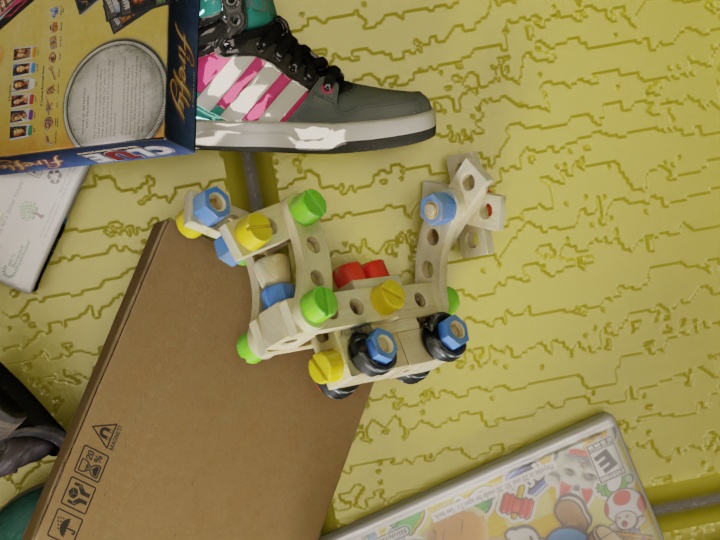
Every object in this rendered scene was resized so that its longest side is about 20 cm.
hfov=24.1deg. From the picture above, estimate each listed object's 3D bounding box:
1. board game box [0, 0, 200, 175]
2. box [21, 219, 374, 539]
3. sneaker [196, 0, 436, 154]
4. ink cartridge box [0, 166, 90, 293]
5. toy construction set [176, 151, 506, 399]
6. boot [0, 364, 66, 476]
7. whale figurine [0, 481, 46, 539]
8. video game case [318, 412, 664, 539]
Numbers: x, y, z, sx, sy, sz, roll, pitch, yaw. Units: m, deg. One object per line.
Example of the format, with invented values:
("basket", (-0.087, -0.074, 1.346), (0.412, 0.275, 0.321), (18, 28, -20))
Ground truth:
("board game box", (-0.155, -0.160, 0.946), (0.135, 0.035, 0.202), (-4, 78, 24))
("box", (-0.082, 0.095, 0.963), (0.163, 0.021, 0.201), (30, 67, -24))
("sneaker", (-0.053, -0.133, 0.985), (0.198, 0.084, 0.122), (2, 102, -3))
("ink cartridge box", (-0.263, -0.071, 0.991), (0.199, 0.039, 0.100), (25, 90, -6))
("toy construction set", (0.000, 0.000, 0.974), (0.199, 0.092, 0.132), (-13, 74, -32))
("boot", (-0.252, 0.123, 0.911), (0.069, 0.200, 0.174), (44, 86, 10))
("whale figurine", (-0.132, 0.204, 0.976), (0.199, 0.104, 0.160), (25, 96, -8))
("video game case", (0.098, 0.209, 1.036), (0.199, 0.023, 0.183), (-23, 94, -3))
